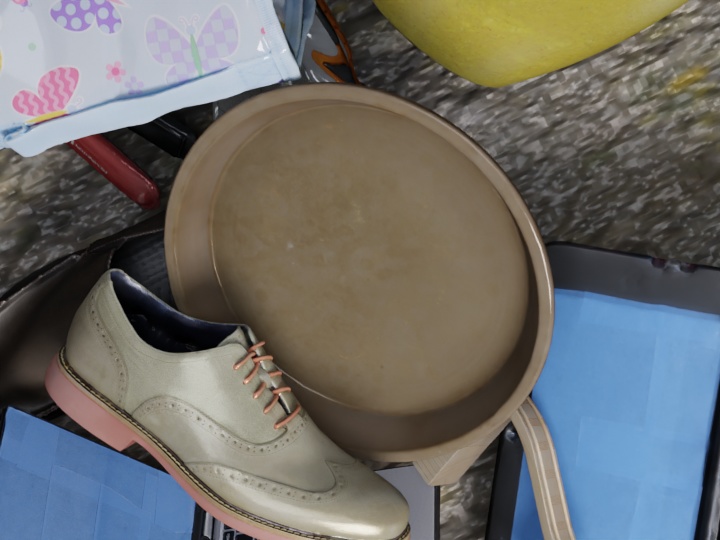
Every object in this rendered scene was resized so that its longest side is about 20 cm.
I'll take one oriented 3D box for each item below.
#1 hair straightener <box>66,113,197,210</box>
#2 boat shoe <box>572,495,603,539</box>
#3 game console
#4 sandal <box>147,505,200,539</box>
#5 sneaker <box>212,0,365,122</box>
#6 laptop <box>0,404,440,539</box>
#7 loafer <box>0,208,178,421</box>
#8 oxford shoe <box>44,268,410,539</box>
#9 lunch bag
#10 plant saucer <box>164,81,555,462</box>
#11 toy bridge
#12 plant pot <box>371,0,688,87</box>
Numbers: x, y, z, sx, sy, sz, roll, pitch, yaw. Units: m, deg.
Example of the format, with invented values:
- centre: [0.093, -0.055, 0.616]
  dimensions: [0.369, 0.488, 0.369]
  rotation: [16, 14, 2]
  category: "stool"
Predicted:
- centre: [-0.164, -0.121, 1.014]
  dimensions: [0.199, 0.041, 0.077]
  rotation: [38, 70, 6]
  category: "hair straightener"
- centre: [0.181, 0.080, 0.987]
  dimensions: [0.069, 0.074, 0.201]
  rotation: [35, 101, -2]
  category: "boat shoe"
- centre: [0.149, 0.101, 0.902]
  dimensions: [0.117, 0.172, 0.202]
  rotation: [5, 99, -17]
  category: "game console"
- centre: [-0.097, 0.219, 0.980]
  dimensions: [0.079, 0.087, 0.202]
  rotation: [-12, 82, 1]
  category: "sandal"
- centre: [-0.028, -0.064, 0.993]
  dimensions: [0.092, 0.076, 0.201]
  rotation: [-32, 82, 9]
  category: "sneaker"
- centre: [-0.071, 0.158, 0.911]
  dimensions: [0.198, 0.116, 0.189]
  rotation: [-10, 51, 15]
  category: "laptop"
- centre: [-0.133, 0.015, 0.989]
  dimensions: [0.199, 0.071, 0.073]
  rotation: [-35, 90, 1]
  category: "loafer"
- centre: [-0.058, 0.071, 0.916]
  dimensions: [0.199, 0.071, 0.074]
  rotation: [28, 113, 6]
  category: "oxford shoe"
- centre: [-0.117, -0.159, 0.924]
  dimensions: [0.168, 0.127, 0.202]
  rotation: [-16, 64, 12]
  category: "lunch bag"
- centre: [0.000, 0.000, 0.913]
  dimensions: [0.198, 0.030, 0.202]
  rotation: [10, 121, 17]
  category: "plant saucer"
- centre: [0.055, 0.080, 0.956]
  dimensions: [0.067, 0.027, 0.201]
  rotation: [-51, 59, 27]
  category: "toy bridge"
- centre: [0.077, -0.177, 0.940]
  dimensions: [0.200, 0.200, 0.142]
  rotation: [42, 115, 1]
  category: "plant pot"
